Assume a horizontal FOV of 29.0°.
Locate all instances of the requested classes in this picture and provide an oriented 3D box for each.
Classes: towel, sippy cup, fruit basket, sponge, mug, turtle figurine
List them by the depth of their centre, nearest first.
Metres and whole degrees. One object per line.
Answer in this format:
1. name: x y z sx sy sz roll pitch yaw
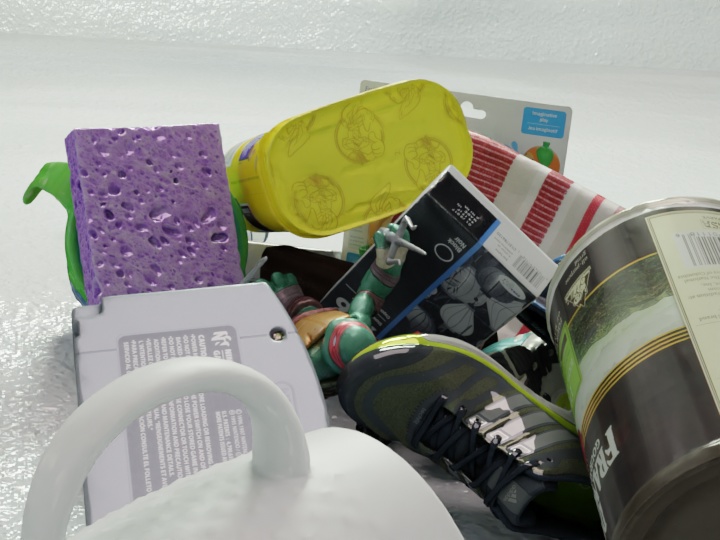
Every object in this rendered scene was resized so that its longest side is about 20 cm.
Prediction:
1. mug: -0.062 0.129 0.506 0.175 0.201 0.147 -17 21 -37
2. turtle figurine: -0.036 0.035 0.880 0.149 0.101 0.200 -18 3 -26
3. sponge: -0.139 -0.006 0.979 0.111 0.201 0.030 -4 -14 -28
4. sippy cup: -0.168 -0.011 1.067 0.139 0.178 0.130 -20 -1 -23
5. towel: 0.114 -0.016 1.085 0.200 0.144 0.023 30 2 25
6. fruit basket: 0.072 -0.048 1.156 0.185 0.201 0.094 11 16 17

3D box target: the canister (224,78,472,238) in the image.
1. canister: -0.020 -0.079 1.037 0.148 0.087 0.200 -20 7 -15

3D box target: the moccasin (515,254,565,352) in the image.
1. moccasin: 0.172 0.081 0.912 0.068 0.081 0.200 -28 57 -21

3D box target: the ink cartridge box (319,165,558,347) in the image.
1. ink cartridge box: 0.040 0.020 0.948 0.099 0.200 0.039 42 51 0

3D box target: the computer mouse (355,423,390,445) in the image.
1. computer mouse: 0.015 0.102 0.884 0.034 0.059 0.200 13 17 0

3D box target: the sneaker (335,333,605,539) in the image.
1. sneaker: 0.079 0.102 0.801 0.199 0.074 0.081 24 23 -6

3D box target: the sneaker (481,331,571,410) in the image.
1. sneaker: 0.095 0.088 0.961 0.079 0.078 0.200 -15 4 35

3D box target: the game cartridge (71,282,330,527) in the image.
1. game cartridge: -0.082 0.094 0.739 0.133 0.041 0.200 -7 50 -7

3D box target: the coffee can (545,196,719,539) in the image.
1. coffee can: 0.187 0.076 0.747 0.146 0.147 0.200 3 37 -6

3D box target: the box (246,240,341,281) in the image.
1. box: -0.119 -0.011 1.214 0.199 0.036 0.144 7 1 3

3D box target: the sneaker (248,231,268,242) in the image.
1. sneaker: -0.180 -0.053 1.359 0.200 0.073 0.071 23 13 26

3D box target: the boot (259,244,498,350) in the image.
1. boot: 0.000 0.000 1.036 0.199 0.187 0.064 16 46 23
